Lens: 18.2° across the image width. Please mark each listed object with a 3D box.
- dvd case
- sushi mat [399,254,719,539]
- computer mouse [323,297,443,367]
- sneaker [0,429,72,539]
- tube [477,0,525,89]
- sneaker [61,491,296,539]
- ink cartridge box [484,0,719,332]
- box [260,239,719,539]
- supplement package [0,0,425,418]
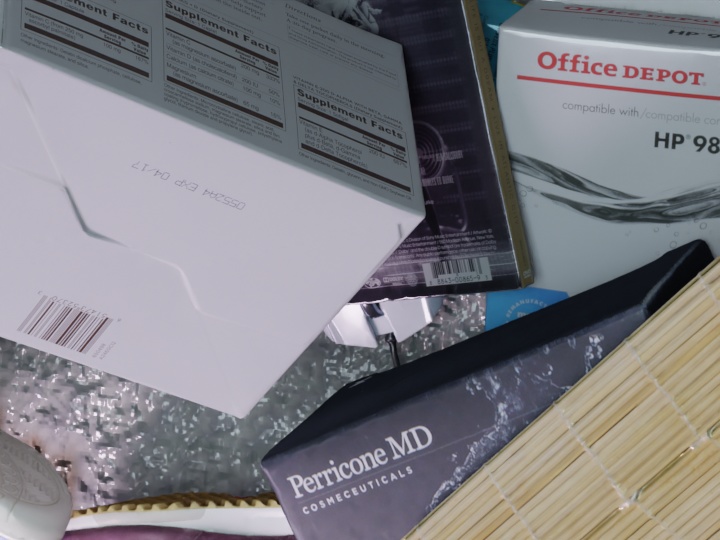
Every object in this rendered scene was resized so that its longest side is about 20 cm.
[{"bbox_3d":[-0.002,-0.084,1.042,0.148,0.016,0.202,-6,101,38],"label":"dvd case"},{"bbox_3d":[0.110,0.088,0.903,0.096,0.012,0.200,46,115,1],"label":"sushi mat"},{"bbox_3d":[0.000,0.000,1.107,0.109,0.044,0.201,-16,90,20],"label":"computer mouse"},{"bbox_3d":[-0.233,0.128,1.161,0.199,0.077,0.112,25,101,33],"label":"sneaker"},{"bbox_3d":[0.030,-0.113,1.087,0.199,0.050,0.078,25,117,9],"label":"tube"},{"bbox_3d":[-0.067,0.158,1.128,0.198,0.075,0.091,-4,89,19],"label":"sneaker"},{"bbox_3d":[0.121,-0.056,1.027,0.115,0.067,0.202,7,110,17],"label":"ink cartridge box"},{"bbox_3d":[0.094,0.122,0.991,0.196,0.117,0.201,-24,95,25],"label":"box"},{"bbox_3d":[-0.099,-0.048,0.975,0.199,0.111,0.156,21,132,-27],"label":"supplement package"}]
